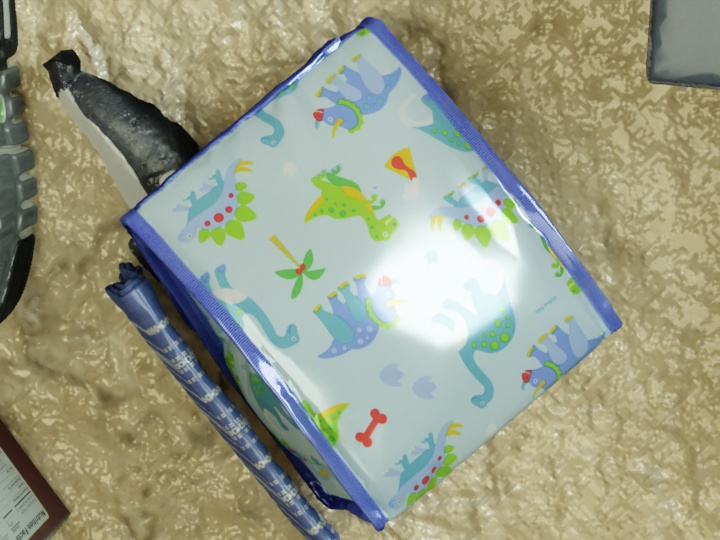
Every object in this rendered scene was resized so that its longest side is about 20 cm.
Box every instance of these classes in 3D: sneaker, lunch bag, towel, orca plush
[{"bbox_3d":[-0.243,-0.069,1.372,0.114,0.075,0.202,0,95,18],"label":"sneaker"},{"bbox_3d":[0.000,0.000,1.268,0.170,0.127,0.201,-40,103,-12],"label":"lunch bag"},{"bbox_3d":[-0.065,0.078,1.329,0.024,0.145,0.200,-39,97,-6],"label":"towel"},{"bbox_3d":[-0.090,-0.045,1.354,0.200,0.071,0.105,50,155,4],"label":"orca plush"}]

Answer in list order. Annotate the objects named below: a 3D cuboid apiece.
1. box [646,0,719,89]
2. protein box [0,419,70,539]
[{"bbox_3d":[0.243,-0.153,1.157,0.198,0.198,0.124,6,107,11],"label":"box"},{"bbox_3d":[-0.310,0.131,1.404,0.198,0.135,0.201,-35,95,19],"label":"protein box"}]
